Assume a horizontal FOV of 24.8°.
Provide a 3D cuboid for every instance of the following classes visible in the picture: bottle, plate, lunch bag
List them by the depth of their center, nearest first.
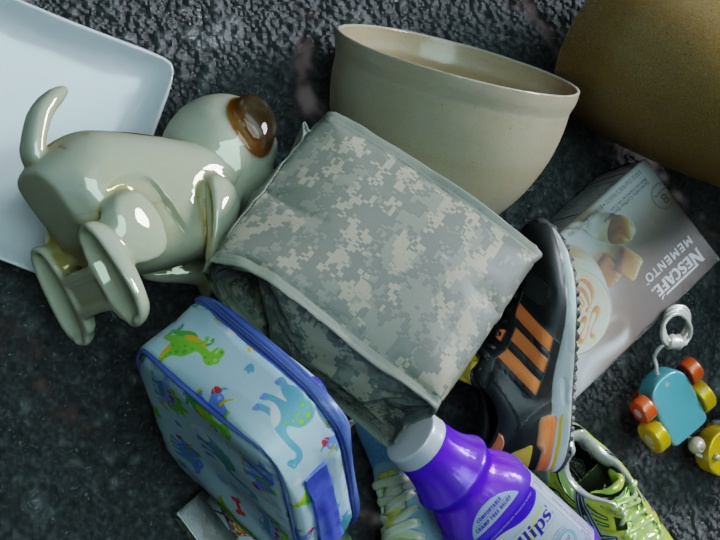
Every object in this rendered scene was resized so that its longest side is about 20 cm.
[{"bbox_3d":[-0.074,0.122,1.185,0.161,0.200,0.082,38,67,27],"label":"lunch bag"},{"bbox_3d":[0.000,0.000,1.196,0.200,0.118,0.164,38,61,-3],"label":"lunch bag"},{"bbox_3d":[0.101,0.181,1.251,0.084,0.065,0.200,-46,117,0],"label":"bottle"},{"bbox_3d":[-0.264,-0.104,1.262,0.199,0.032,0.201,20,75,-17],"label":"plate"}]

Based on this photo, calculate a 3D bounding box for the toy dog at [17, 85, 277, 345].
[{"bbox_3d":[-0.149,-0.060,1.228,0.200,0.139,0.195,-30,88,-34],"label":"toy dog"}]

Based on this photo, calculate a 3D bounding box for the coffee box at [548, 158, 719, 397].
[{"bbox_3d":[0.190,0.013,1.389,0.200,0.080,0.115,-40,97,-20],"label":"coffee box"}]

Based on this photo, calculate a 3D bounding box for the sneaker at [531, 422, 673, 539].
[{"bbox_3d":[0.208,0.205,1.371,0.200,0.076,0.075,44,69,-11],"label":"sneaker"}]

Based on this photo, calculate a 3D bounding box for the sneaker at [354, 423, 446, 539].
[{"bbox_3d":[0.035,0.202,1.291,0.130,0.079,0.200,-37,96,-39],"label":"sneaker"}]

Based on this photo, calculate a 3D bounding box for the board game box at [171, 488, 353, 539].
[{"bbox_3d":[-0.050,0.239,1.299,0.105,0.023,0.200,-37,95,-23],"label":"board game box"}]

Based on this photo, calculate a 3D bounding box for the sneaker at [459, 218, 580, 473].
[{"bbox_3d":[0.119,0.060,1.282,0.089,0.070,0.201,-1,94,-11],"label":"sneaker"}]

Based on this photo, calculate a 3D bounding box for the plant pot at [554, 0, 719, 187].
[{"bbox_3d":[0.295,-0.150,1.352,0.186,0.187,0.200,-36,59,-21],"label":"plant pot"}]

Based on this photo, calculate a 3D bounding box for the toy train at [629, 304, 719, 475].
[{"bbox_3d":[0.311,0.101,1.425,0.199,0.056,0.151,18,90,-28],"label":"toy train"}]

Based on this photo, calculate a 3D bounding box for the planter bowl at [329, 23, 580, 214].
[{"bbox_3d":[0.061,-0.106,1.315,0.199,0.200,0.135,10,106,-19],"label":"planter bowl"}]

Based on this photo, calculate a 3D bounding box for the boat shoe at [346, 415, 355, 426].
[{"bbox_3d":[-0.020,0.040,1.294,0.070,0.071,0.202,13,62,-26],"label":"boat shoe"}]
